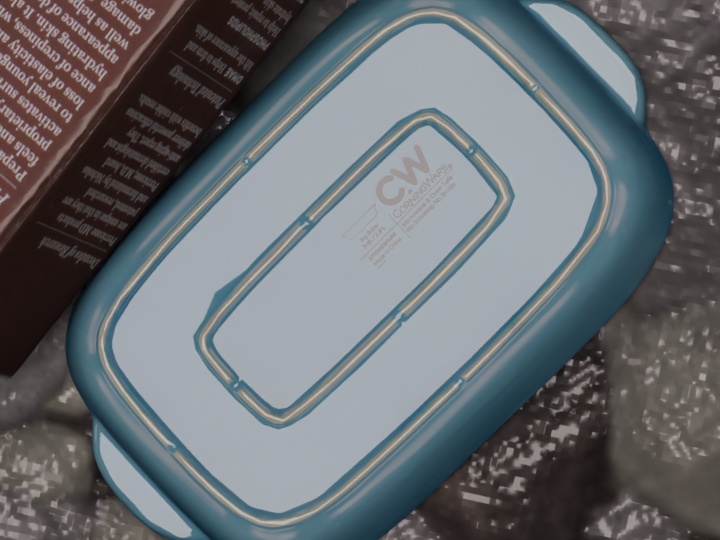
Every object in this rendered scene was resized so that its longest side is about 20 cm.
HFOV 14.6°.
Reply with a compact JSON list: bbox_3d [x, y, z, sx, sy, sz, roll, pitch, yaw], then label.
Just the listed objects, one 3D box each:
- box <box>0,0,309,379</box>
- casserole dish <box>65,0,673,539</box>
[{"bbox_3d":[-0.085,-0.078,0.801,0.100,0.075,0.200,41,92,18],"label":"box"},{"bbox_3d":[0.000,0.000,0.815,0.200,0.039,0.121,-44,85,3],"label":"casserole dish"}]
